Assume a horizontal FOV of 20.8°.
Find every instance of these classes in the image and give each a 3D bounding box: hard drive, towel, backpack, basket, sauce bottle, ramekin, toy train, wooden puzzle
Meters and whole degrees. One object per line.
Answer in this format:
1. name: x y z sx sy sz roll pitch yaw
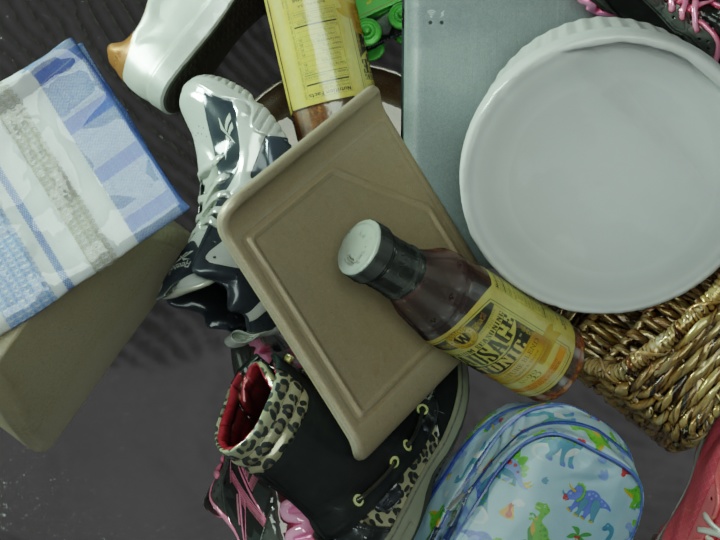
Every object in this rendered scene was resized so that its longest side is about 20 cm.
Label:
1. hard drive: 0.099 -0.101 1.402 0.139 0.033 0.201 -1 103 -5
2. towel: -0.233 -0.045 1.289 0.200 0.024 0.147 -33 83 -4
3. backpack: 0.115 0.189 1.378 0.163 0.154 0.200 31 71 -4
4. basket: 0.231 0.009 1.388 0.149 0.143 0.200 40 85 5
5. sauce bottle: 0.067 0.026 1.323 0.200 0.066 0.066 28 83 -35
6. ramekin: 0.167 -0.079 1.331 0.202 0.094 0.203 1 115 2
7. toy train: 0.072 -0.220 1.474 0.199 0.042 0.057 -25 72 -2
8. wooden puzzle: 0.000 0.000 1.333 0.185 0.037 0.200 -42 110 -41
9. sauce bottle: -0.021 -0.124 1.413 0.066 0.066 0.201 -12 92 0

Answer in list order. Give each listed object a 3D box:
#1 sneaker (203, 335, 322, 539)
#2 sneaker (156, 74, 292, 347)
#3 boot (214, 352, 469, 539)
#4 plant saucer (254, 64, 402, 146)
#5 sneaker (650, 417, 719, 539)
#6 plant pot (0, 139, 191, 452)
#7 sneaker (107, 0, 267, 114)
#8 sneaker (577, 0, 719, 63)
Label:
1. sneaker: -0.076 0.140 1.414 0.095 0.079 0.201 -16 77 21
2. sneaker: -0.103 -0.034 1.385 0.129 0.079 0.200 -28 90 -29
3. boot: -0.009 0.092 1.358 0.154 0.073 0.204 42 50 -26
4. plant saucer: -0.009 -0.053 1.458 0.199 0.032 0.201 0 83 2
5. sneaker: 0.252 0.179 1.395 0.073 0.087 0.201 17 84 4
6. plant pot: -0.258 -0.010 1.385 0.200 0.177 0.200 36 85 5
7. sneaker: -0.113 -0.215 1.460 0.085 0.073 0.200 35 75 23
8. sneaker: 0.220 -0.182 1.357 0.200 0.095 0.079 45 71 -31
